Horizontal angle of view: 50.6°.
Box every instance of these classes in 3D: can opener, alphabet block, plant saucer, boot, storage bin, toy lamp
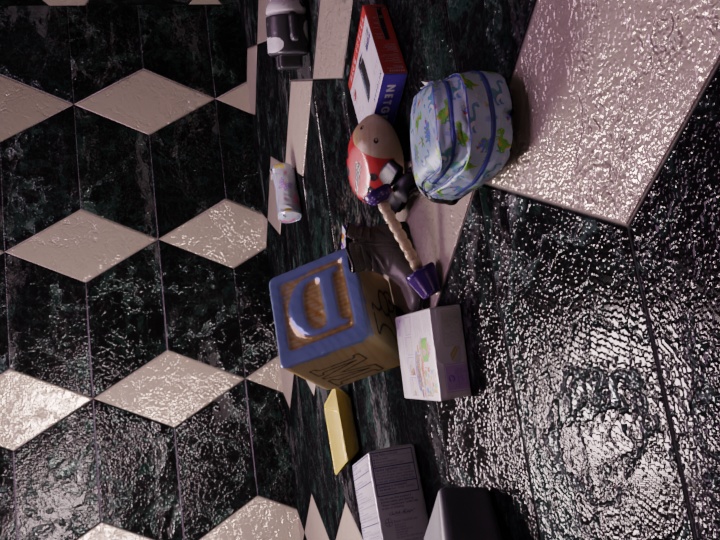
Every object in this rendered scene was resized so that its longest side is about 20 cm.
[{"bbox_3d":[0.073,-0.142,1.375,0.079,0.063,0.200,54,168,12],"label":"can opener"},{"bbox_3d":[-0.044,0.101,1.507,0.200,0.193,0.199,41,-146,-58],"label":"alphabet block"},{"bbox_3d":[-0.049,0.440,2.092,0.201,0.047,0.204,114,147,-63],"label":"plant saucer"},{"bbox_3d":[0.039,-0.004,1.404,0.068,0.128,0.203,105,155,-53],"label":"boot"},{"bbox_3d":[0.144,0.431,1.157,0.136,0.142,0.203,-96,10,-48],"label":"storage bin"},{"bbox_3d":[0.075,-0.047,1.297,0.203,0.057,0.058,63,163,5],"label":"toy lamp"}]

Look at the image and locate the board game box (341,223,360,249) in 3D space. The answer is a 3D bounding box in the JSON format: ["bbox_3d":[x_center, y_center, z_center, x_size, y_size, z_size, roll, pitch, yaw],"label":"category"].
[{"bbox_3d":[0.000,0.000,1.738,0.201,0.044,0.137,-118,26,-57],"label":"board game box"}]

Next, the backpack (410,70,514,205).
[{"bbox_3d":[0.129,-0.182,1.002,0.199,0.151,0.167,-4,85,63],"label":"backpack"}]

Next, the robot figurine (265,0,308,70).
[{"bbox_3d":[-0.207,-0.680,2.176,0.148,0.124,0.205,3,102,34],"label":"robot figurine"}]

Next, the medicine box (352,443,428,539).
[{"bbox_3d":[0.060,0.475,1.550,0.183,0.101,0.204,118,145,-66],"label":"medicine box"}]

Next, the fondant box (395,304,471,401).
[{"bbox_3d":[0.119,0.141,1.288,0.200,0.057,0.148,149,115,-76],"label":"fondant box"}]

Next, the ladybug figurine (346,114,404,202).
[{"bbox_3d":[0.022,-0.200,1.449,0.136,0.071,0.202,43,150,31],"label":"ladybug figurine"}]

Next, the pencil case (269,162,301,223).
[{"bbox_3d":[-0.251,-0.262,2.568,0.082,0.090,0.204,-26,66,32],"label":"pencil case"}]

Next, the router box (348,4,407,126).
[{"bbox_3d":[0.030,-0.373,1.474,0.201,0.048,0.182,106,155,-55],"label":"router box"}]
